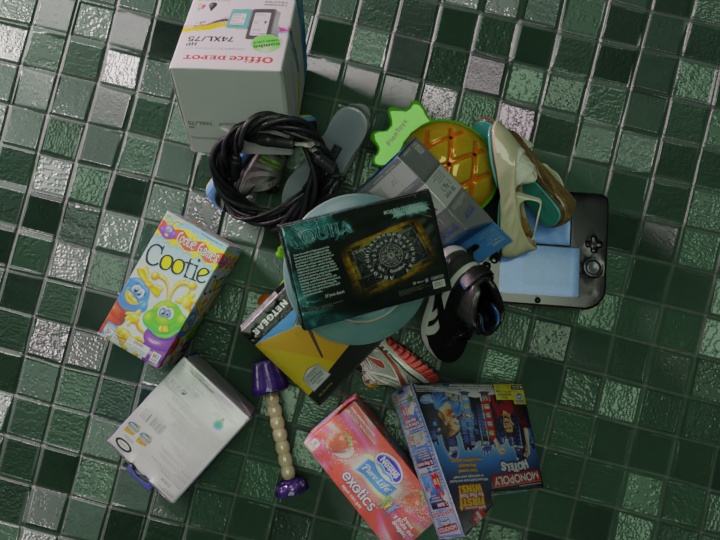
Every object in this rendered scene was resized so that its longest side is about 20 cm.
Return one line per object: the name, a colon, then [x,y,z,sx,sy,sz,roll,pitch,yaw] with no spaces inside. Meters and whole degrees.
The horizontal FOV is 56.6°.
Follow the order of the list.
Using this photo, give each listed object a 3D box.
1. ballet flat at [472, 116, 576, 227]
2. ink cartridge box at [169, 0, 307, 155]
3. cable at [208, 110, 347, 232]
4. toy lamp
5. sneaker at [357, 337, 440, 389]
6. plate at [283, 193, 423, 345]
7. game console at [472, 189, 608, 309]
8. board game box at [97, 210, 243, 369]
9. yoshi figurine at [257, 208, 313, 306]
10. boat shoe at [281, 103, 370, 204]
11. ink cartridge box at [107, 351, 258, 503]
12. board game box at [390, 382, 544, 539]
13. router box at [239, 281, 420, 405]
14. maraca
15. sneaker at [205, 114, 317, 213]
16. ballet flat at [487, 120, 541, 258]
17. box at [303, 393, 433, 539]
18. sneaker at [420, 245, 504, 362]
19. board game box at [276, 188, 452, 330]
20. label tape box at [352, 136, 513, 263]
ballet flat: [0.247,-0.151,0.989,0.072,0.068,0.200,-28,72,-37]
ink cartridge box: [-0.159,-0.281,0.931,0.146,0.146,0.200,2,53,2]
cable: [-0.129,-0.129,0.917,0.200,0.051,0.163,-26,130,34]
toy lamp: [-0.121,0.230,0.994,0.058,0.058,0.200,-14,89,1]
sneaker: [0.016,0.128,0.983,0.200,0.078,0.082,35,90,3]
plate: [0.000,0.000,0.870,0.200,0.026,0.201,-1,95,-14]
game console: [0.269,-0.035,1.005,0.200,0.031,0.177,5,88,2]
board game box: [-0.273,0.028,0.983,0.103,0.105,0.200,29,90,2]
yoshi figurine: [-0.077,-0.019,0.980,0.112,0.112,0.200,35,84,11]
boat shoe: [-0.047,-0.167,1.003,0.075,0.086,0.202,33,118,-2]
ink cartridge box: [-0.270,0.240,0.987,0.136,0.076,0.200,42,88,4]
board game box: [0.151,0.260,0.928,0.200,0.062,0.200,6,65,-28]
router box: [-0.040,0.057,0.907,0.149,0.051,0.200,45,85,-12]
maraca: [0.109,-0.161,0.977,0.200,0.107,0.137,36,90,3]
sneaker: [-0.141,-0.161,1.013,0.200,0.071,0.083,-43,106,-2]
ballet flat: [0.221,-0.113,0.941,0.069,0.069,0.200,-9,114,1]
box: [0.020,0.287,0.964,0.095,0.103,0.200,-39,86,-1]
sneaker: [0.142,0.075,0.919,0.073,0.112,0.200,-19,129,-20]
board game box: [0.007,-0.016,0.843,0.200,0.028,0.136,-14,98,-13]
label tape box: [0.090,-0.064,0.939,0.200,0.144,0.063,45,45,-7]
